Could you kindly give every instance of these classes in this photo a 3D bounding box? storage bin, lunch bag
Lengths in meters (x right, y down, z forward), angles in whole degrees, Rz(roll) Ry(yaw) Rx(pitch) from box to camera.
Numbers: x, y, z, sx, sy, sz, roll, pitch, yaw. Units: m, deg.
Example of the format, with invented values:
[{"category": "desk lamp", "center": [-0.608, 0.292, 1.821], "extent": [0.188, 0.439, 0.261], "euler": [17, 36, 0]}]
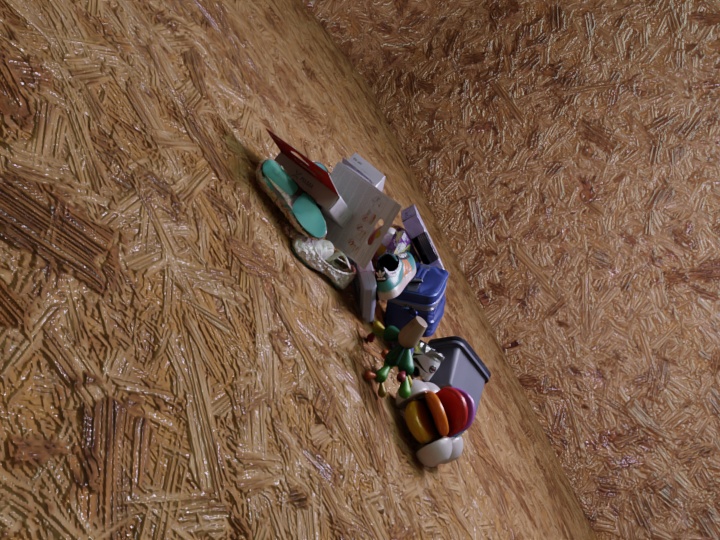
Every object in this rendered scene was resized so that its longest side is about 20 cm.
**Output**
[{"category": "storage bin", "center": [0.250, 0.298, 1.592], "extent": [0.201, 0.142, 0.137], "euler": [50, 45, -31]}, {"category": "lunch bag", "center": [0.137, 0.062, 1.445], "extent": [0.200, 0.131, 0.137], "euler": [-48, 144, -61]}]

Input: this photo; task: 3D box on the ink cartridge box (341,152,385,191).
[{"category": "ink cartridge box", "center": [0.003, -0.238, 1.621], "extent": [0.115, 0.067, 0.202], "euler": [40, -24, 14]}]

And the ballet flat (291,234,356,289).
[{"category": "ballet flat", "center": [-0.071, -0.029, 1.259], "extent": [0.199, 0.071, 0.073], "euler": [40, 24, -49]}]

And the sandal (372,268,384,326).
[{"category": "sandal", "center": [0.037, 0.050, 1.464], "extent": [0.079, 0.058, 0.211], "euler": [37, 27, -53]}]

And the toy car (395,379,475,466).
[{"category": "toy car", "center": [0.177, 0.314, 1.269], "extent": [0.199, 0.148, 0.179], "euler": [28, 34, -61]}]

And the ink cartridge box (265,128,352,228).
[{"category": "ink cartridge box", "center": [-0.118, -0.193, 1.247], "extent": [0.198, 0.045, 0.177], "euler": [39, -6, 27]}]

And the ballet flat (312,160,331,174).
[{"category": "ballet flat", "center": [-0.110, -0.245, 1.556], "extent": [0.065, 0.071, 0.199], "euler": [37, 1, 28]}]

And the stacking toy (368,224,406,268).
[{"category": "stacking toy", "center": [0.074, -0.072, 1.566], "extent": [0.149, 0.143, 0.200], "euler": [62, 0, 11]}]

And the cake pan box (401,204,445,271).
[{"category": "cake pan box", "center": [0.169, -0.077, 1.596], "extent": [0.188, 0.051, 0.200], "euler": [61, 9, -9]}]

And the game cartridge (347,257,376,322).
[{"category": "game cartridge", "center": [0.000, 0.000, 1.368], "extent": [0.136, 0.040, 0.204], "euler": [98, -19, -47]}]

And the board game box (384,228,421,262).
[{"category": "board game box", "center": [0.103, -0.014, 1.524], "extent": [0.031, 0.123, 0.200], "euler": [18, -14, 24]}]

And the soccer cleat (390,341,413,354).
[{"category": "soccer cleat", "center": [0.099, 0.164, 1.490], "extent": [0.201, 0.062, 0.087], "euler": [-94, 178, -66]}]

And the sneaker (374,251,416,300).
[{"category": "sneaker", "center": [0.082, -0.012, 1.362], "extent": [0.201, 0.069, 0.082], "euler": [-54, 135, -60]}]

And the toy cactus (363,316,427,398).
[{"category": "toy cactus", "center": [0.073, 0.161, 1.220], "extent": [0.100, 0.167, 0.202], "euler": [26, 25, -24]}]

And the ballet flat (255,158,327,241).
[{"category": "ballet flat", "center": [-0.143, -0.143, 1.208], "extent": [0.075, 0.064, 0.202], "euler": [-42, 98, -30]}]

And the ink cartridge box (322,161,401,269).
[{"category": "ink cartridge box", "center": [-0.013, -0.123, 1.309], "extent": [0.198, 0.163, 0.047], "euler": [37, 10, 25]}]

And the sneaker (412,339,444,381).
[{"category": "sneaker", "center": [0.143, 0.222, 1.499], "extent": [0.072, 0.091, 0.200], "euler": [26, 3, -15]}]
